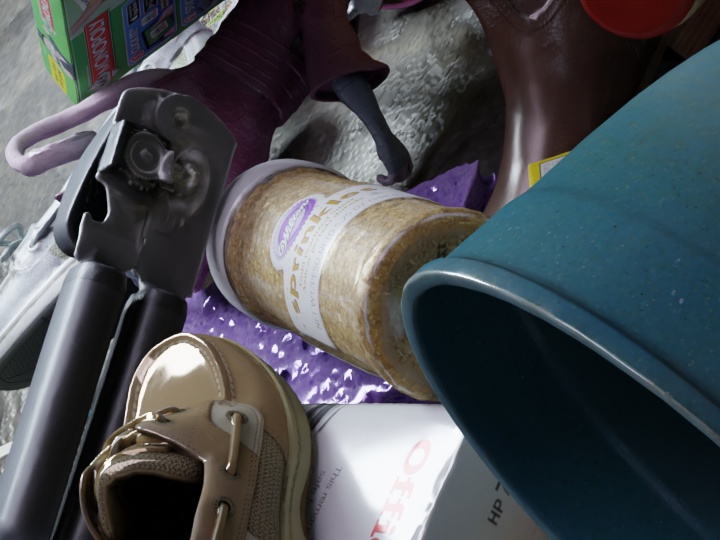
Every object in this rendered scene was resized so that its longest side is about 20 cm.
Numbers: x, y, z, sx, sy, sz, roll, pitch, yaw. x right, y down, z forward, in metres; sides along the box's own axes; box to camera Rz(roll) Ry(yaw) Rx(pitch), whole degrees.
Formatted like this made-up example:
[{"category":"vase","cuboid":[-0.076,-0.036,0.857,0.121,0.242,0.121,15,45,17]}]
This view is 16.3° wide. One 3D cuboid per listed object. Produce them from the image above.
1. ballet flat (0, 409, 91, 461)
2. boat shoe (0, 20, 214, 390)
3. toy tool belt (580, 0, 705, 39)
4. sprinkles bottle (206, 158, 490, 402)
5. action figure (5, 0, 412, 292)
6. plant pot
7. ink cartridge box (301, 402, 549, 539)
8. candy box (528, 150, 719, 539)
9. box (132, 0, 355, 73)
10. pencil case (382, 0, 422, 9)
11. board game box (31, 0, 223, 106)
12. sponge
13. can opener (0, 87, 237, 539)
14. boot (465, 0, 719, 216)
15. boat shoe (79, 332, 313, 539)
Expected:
[{"category":"ballet flat","cuboid":[-0.184,0.134,1.158,0.200,0.075,0.068,-48,30,13]},{"category":"boat shoe","cuboid":[-0.123,-0.030,1.220,0.065,0.074,0.202,41,98,25]},{"category":"toy tool belt","cuboid":[0.177,-0.155,0.901,0.200,0.125,0.123,-31,4,32]},{"category":"sprinkles bottle","cuboid":[0.000,0.000,0.937,0.068,0.068,0.200,-57,20,-5]},{"category":"action figure","cuboid":[-0.056,-0.087,1.123,0.200,0.149,0.134,-55,27,-7]},{"category":"plant pot","cuboid":[0.145,0.008,0.678,0.188,0.200,0.200,-46,26,-14]},{"category":"ink cartridge box","cuboid":[-0.017,0.128,0.895,0.200,0.086,0.147,-2,57,55]},{"category":"candy box","cuboid":[0.110,0.020,0.844,0.102,0.026,0.201,-15,41,14]},{"category":"box","cuboid":[-0.058,-0.156,1.318,0.136,0.038,0.201,-35,34,33]},{"category":"pencil case","cuboid":[0.020,-0.226,1.223,0.093,0.091,0.201,-11,47,45]},{"category":"board game box","cuboid":[-0.078,-0.150,1.044,0.134,0.029,0.200,-37,-11,-13]},{"category":"sponge","cuboid":[-0.021,0.034,1.065,0.200,0.030,0.112,-24,40,44]},{"category":"can opener","cuboid":[-0.101,0.022,0.987,0.067,0.053,0.201,-18,52,60]},{"category":"boot","cuboid":[0.025,-0.108,0.959,0.187,0.200,0.064,-56,14,-11]},{"category":"boat shoe","cuboid":[-0.058,0.074,0.859,0.071,0.064,0.200,-47,28,14]}]
